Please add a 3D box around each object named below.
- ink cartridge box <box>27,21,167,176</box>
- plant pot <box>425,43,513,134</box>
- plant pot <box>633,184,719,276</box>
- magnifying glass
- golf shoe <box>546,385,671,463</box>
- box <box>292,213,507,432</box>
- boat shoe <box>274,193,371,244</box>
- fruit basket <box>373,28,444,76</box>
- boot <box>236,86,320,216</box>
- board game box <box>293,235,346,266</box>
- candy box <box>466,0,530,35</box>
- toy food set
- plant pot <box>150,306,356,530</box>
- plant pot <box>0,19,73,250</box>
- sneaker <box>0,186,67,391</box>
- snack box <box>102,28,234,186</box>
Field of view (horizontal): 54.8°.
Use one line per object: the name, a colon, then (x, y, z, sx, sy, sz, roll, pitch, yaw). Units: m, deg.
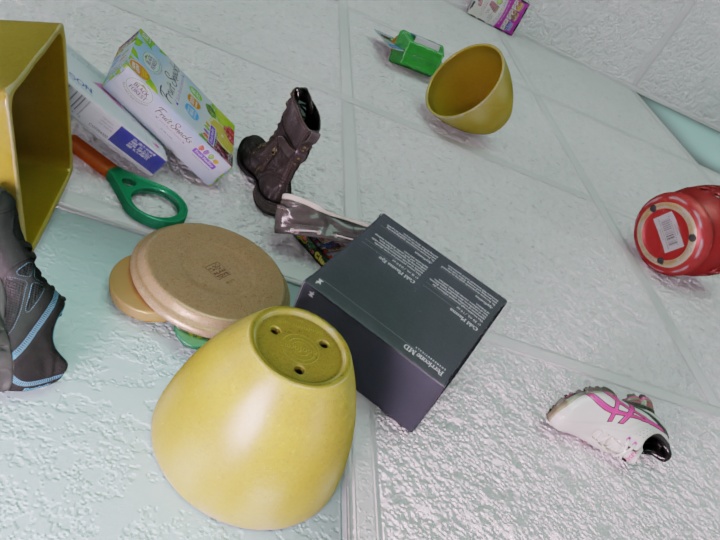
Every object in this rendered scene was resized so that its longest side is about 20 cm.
ink cartridge box: (-0.360, -0.242, 0.940, 0.196, 0.043, 0.200, 40, 14, -45)
plant pot: (0.272, -0.395, 1.603, 0.142, 0.200, 0.200, 36, 21, -42)
plant pot: (0.706, -0.082, 1.497, 0.182, 0.201, 0.201, -7, 46, -31)
magnifying glass: (-0.315, -0.118, 0.923, 0.200, 0.022, 0.080, 38, 33, 9)
golf shoe: (0.339, 0.209, 0.927, 0.200, 0.073, 0.092, 11, 39, -27)
box: (0.044, 0.057, 0.853, 0.200, 0.104, 0.182, 37, 44, 12)
boat shoe: (-0.029, -0.050, 0.988, 0.200, 0.057, 0.067, 20, -2, -20)
fruit basket: (0.140, -0.593, 1.846, 0.185, 0.094, 0.200, 15, 32, -21)
boot: (-0.114, -0.196, 1.036, 0.069, 0.174, 0.200, 6, 40, -31)
board game box: (0.000, 0.000, 1.000, 0.105, 0.023, 0.200, -11, 50, -48)
candy box: (0.527, -1.012, 2.666, 0.200, 0.137, 0.061, 23, 33, -11)
toy food set: (-0.174, 0.018, 0.817, 0.198, 0.049, 0.200, 30, 32, 1)
plant pot: (-0.083, 0.118, 0.664, 0.200, 0.142, 0.200, 20, 34, -14)
plant pot: (-0.434, -0.151, 0.731, 0.200, 0.195, 0.196, 6, 37, -11)
sneaker: (-0.327, 0.018, 0.654, 0.082, 0.073, 0.200, 6, 67, -46)
snack box: (-0.267, -0.234, 1.002, 0.200, 0.053, 0.142, 45, 19, -33)
